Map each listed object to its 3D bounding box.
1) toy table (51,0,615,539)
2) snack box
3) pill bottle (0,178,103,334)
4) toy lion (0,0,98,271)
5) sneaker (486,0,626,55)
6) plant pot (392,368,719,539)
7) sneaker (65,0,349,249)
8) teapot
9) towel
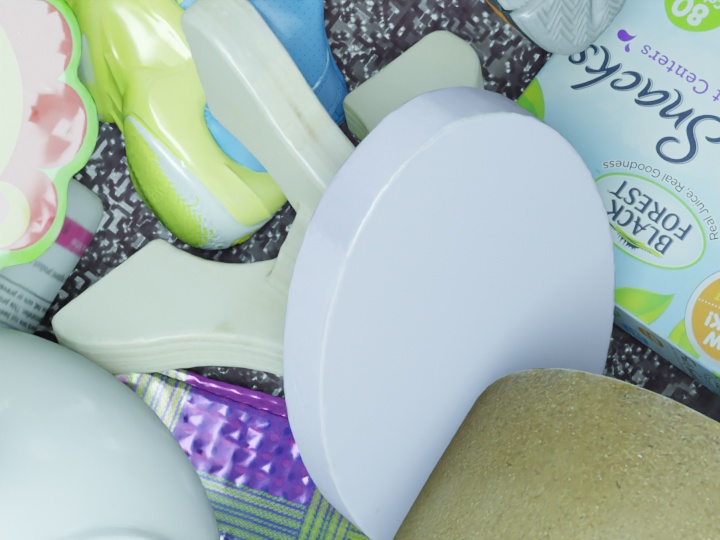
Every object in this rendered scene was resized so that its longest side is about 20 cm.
[{"bbox_3d":[0.000,0.000,0.716,0.184,0.117,0.200,-30,140,-28],"label":"toy table"},{"bbox_3d":[0.152,-0.064,0.787,0.142,0.053,0.200,36,85,24],"label":"snack box"},{"bbox_3d":[-0.186,0.033,0.727,0.113,0.113,0.200,31,86,-10],"label":"pill bottle"},{"bbox_3d":[-0.172,-0.085,0.638,0.200,0.069,0.192,19,96,-15],"label":"toy lion"},{"bbox_3d":[0.019,-0.161,0.709,0.078,0.112,0.200,-48,131,-20],"label":"sneaker"},{"bbox_3d":[0.052,0.165,0.625,0.186,0.186,0.200,45,65,-9],"label":"plant pot"},{"bbox_3d":[-0.077,-0.110,0.772,0.105,0.076,0.200,-39,105,-20],"label":"sneaker"},{"bbox_3d":[-0.111,0.123,0.653,0.200,0.146,0.198,8,105,-46],"label":"teapot"},{"bbox_3d":[-0.038,0.120,0.805,0.200,0.023,0.144,19,89,-10],"label":"towel"}]
